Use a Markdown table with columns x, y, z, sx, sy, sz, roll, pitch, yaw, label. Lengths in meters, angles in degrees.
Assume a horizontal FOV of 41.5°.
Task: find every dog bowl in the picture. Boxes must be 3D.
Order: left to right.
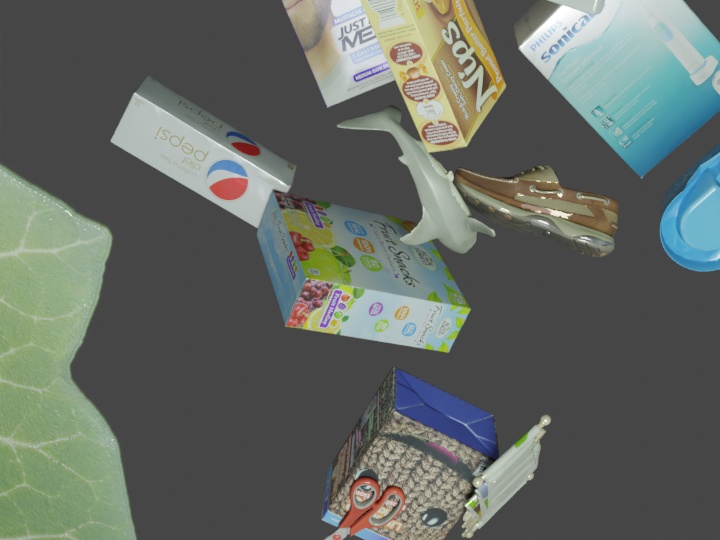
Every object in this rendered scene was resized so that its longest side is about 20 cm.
| x | y | z | sx | sy | sz | roll | pitch | yaw | label |
| --- | --- | --- | --- | --- | --- | --- | --- | --- | --- |
| 0.419 | -0.090 | 1.059 | 0.111 | 0.050 | 0.200 | 38 | 114 | -16 | dog bowl |

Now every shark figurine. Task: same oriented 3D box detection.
| x | y | z | sx | sy | sz | roll | pitch | yaw | label |
| --- | --- | --- | --- | --- | --- | --- | --- | --- | --- |
| 0.064 | -0.078 | 1.033 | 0.089 | 0.128 | 0.216 | -38 | 115 | -3 | shark figurine |

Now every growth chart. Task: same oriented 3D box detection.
| x | y | z | sx | sy | sz | roll | pitch | yaw | label |
| --- | --- | --- | --- | --- | --- | --- | --- | --- | --- |
| 0.180 | 0.270 | 1.204 | 0.144 | 0.018 | 0.201 | -36 | 152 | -18 | growth chart |

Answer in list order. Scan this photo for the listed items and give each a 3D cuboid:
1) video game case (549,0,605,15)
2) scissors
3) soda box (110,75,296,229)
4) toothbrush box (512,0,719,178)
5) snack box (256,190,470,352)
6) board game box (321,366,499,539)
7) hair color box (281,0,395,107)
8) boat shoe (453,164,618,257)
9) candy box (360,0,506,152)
| x | y | z | sx | sy | sz | roll | pitch | yaw | label |
| --- | --- | --- | --- | --- | --- | --- | --- | --- | --- |
| 0.169 | -0.364 | 0.886 | 0.180 | 0.024 | 0.204 | 29 | 124 | 31 | video game case |
| -0.017 | 0.340 | 1.224 | 0.072 | 0.014 | 0.201 | 29 | 114 | -13 | scissors |
| -0.173 | -0.131 | 1.066 | 0.198 | 0.064 | 0.069 | 30 | 116 | -13 | soda box |
| 0.275 | -0.223 | 0.975 | 0.199 | 0.086 | 0.146 | 40 | 115 | -17 | toothbrush box |
| 0.000 | 0.000 | 1.035 | 0.196 | 0.170 | 0.068 | 12 | 121 | -27 | snack box |
| 0.063 | 0.257 | 1.239 | 0.157 | 0.097 | 0.202 | 25 | 117 | -10 | board game box |
| -0.023 | -0.285 | 0.975 | 0.107 | 0.065 | 0.203 | -19 | 114 | 14 | hair color box |
| 0.198 | -0.080 | 1.074 | 0.196 | 0.076 | 0.073 | 21 | 85 | 2 | boat shoe |
| 0.072 | -0.237 | 0.952 | 0.054 | 0.116 | 0.202 | -2 | 128 | 38 | candy box |
